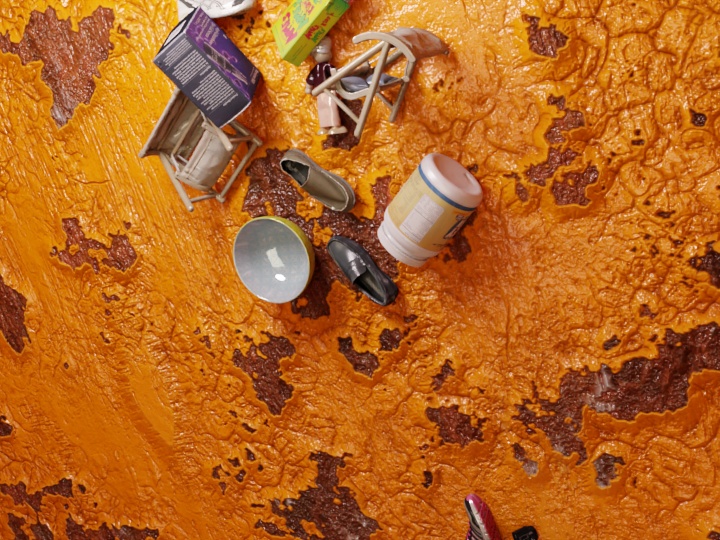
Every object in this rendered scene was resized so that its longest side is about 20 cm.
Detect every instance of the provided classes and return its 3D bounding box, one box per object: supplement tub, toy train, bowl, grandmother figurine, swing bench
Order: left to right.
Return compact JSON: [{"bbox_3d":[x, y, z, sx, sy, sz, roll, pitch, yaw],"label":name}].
[{"bbox_3d":[-0.365,-0.280,1.837,0.200,0.130,0.199,47,121,10],"label":"swing bench"},{"bbox_3d":[-0.180,-0.037,1.845,0.198,0.108,0.202,9,111,23],"label":"bowl"},{"bbox_3d":[-0.075,-0.391,1.708,0.121,0.060,0.202,5,107,37],"label":"grandmother figurine"},{"bbox_3d":[0.044,-0.387,1.569,0.130,0.199,0.200,44,119,6],"label":"swing bench"},{"bbox_3d":[0.138,-0.120,1.645,0.145,0.145,0.200,41,120,7],"label":"supplement tub"},{"bbox_3d":[0.309,0.624,1.811,0.199,0.034,0.046,-23,103,-14],"label":"toy train"}]

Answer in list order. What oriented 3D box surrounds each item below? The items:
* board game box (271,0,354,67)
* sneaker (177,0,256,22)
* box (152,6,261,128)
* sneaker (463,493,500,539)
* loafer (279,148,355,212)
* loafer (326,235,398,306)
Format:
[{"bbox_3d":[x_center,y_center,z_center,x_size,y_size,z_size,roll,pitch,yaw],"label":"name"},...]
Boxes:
[{"bbox_3d":[-0.096,-0.525,1.648,0.200,0.047,0.102,-42,51,30],"label":"board game box"},{"bbox_3d":[-0.318,-0.588,1.745,0.198,0.076,0.088,0,107,25],"label":"sneaker"},{"bbox_3d":[-0.320,-0.430,1.717,0.104,0.149,0.200,-32,120,25],"label":"box"},{"bbox_3d":[0.268,0.612,1.868,0.087,0.074,0.201,-18,103,23],"label":"sneaker"},{"bbox_3d":[-0.101,-0.190,1.778,0.199,0.070,0.076,35,118,12],"label":"loafer"},{"bbox_3d":[0.000,0.000,1.793,0.200,0.070,0.068,44,119,7],"label":"loafer"}]
